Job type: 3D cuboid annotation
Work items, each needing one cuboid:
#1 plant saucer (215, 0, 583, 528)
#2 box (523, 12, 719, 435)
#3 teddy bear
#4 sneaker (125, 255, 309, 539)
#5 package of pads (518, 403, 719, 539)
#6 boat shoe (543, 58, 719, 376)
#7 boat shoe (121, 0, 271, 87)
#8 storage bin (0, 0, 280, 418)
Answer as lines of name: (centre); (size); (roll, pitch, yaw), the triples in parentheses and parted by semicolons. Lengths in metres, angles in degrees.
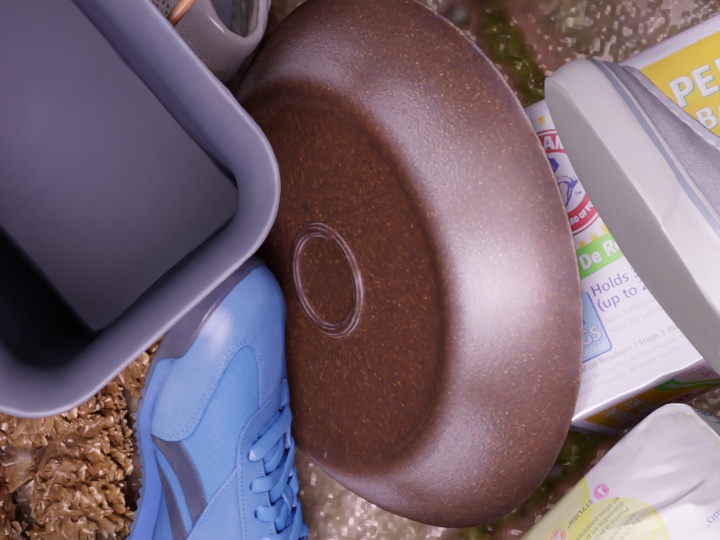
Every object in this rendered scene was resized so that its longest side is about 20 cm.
plant saucer: (0.000, 0.000, 0.947); (0.200, 0.037, 0.201); (24, 121, 46)
box: (0.146, -0.031, 0.944); (0.200, 0.101, 0.113); (-26, 79, 10)
teddy bear: (-0.134, 0.032, 1.025); (0.145, 0.067, 0.200); (-20, 96, 22)
sneaker: (-0.041, 0.084, 0.962); (0.078, 0.066, 0.200); (28, 127, 21)
package of pads: (0.072, 0.134, 0.919); (0.068, 0.154, 0.200); (44, 96, 14)
boat shoe: (0.142, 0.000, 0.861); (0.071, 0.070, 0.201); (-37, 77, -9)
boat shoe: (-0.054, -0.162, 1.003); (0.069, 0.071, 0.200); (-26, 61, 48)
storage bin: (-0.114, -0.064, 0.901); (0.146, 0.134, 0.200); (-41, 88, 2)
